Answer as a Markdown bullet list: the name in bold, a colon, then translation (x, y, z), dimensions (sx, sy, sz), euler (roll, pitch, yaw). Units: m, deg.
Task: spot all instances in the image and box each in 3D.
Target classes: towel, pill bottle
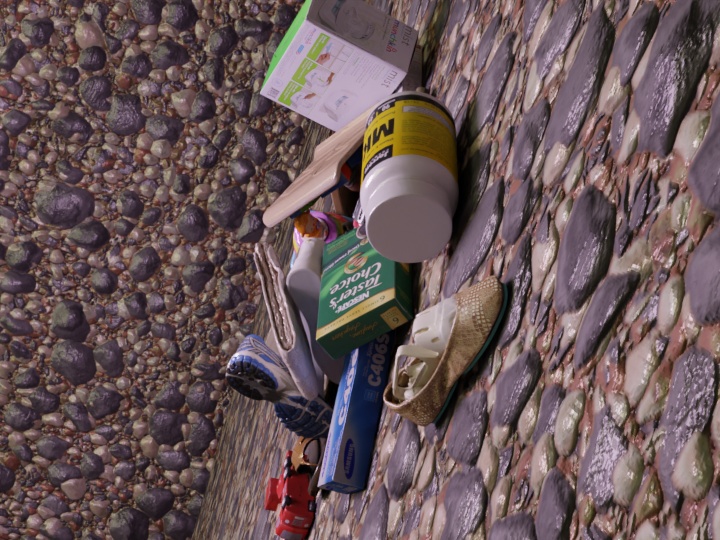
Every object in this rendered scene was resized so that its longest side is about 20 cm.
- **towel**: translation (-0.099, 0.066, 1.444), dimensions (0.133, 0.034, 0.201), euler (69, -178, -52)
- **pill bottle**: translation (0.056, -0.108, 1.217), dimensions (0.201, 0.113, 0.115), euler (-87, 15, -50)

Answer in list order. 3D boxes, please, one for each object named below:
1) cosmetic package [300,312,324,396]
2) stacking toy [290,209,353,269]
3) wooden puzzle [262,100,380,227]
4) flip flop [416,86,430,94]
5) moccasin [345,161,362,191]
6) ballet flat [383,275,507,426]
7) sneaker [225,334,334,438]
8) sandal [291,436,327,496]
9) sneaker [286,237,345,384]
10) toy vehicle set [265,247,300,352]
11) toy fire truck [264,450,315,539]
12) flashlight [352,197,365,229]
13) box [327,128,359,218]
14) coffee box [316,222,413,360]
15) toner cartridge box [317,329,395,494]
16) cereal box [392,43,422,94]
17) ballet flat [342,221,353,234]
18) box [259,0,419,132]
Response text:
- **cosmetic package**: translation (-0.078, 0.139, 1.638), dimensions (0.200, 0.051, 0.152), euler (114, 161, -83)
- **stacking toy**: translation (-0.069, -0.057, 1.694), dimensions (0.200, 0.109, 0.117), euler (53, -130, -74)
- **wooden puzzle**: translation (-0.044, -0.153, 1.599), dimensions (0.185, 0.046, 0.200), euler (-30, 20, 44)
- **flip flop**: translation (0.047, -0.179, 1.546), dimensions (0.081, 0.057, 0.201), euler (-89, 17, -56)
- **moccasin**: translation (0.011, -0.193, 1.764), dimensions (0.074, 0.077, 0.202), euler (-51, 16, 28)
- **ballet flat**: translation (0.071, 0.076, 0.982), dimensions (0.071, 0.065, 0.201), euler (-85, 14, -48)
- **sneaker**: translation (-0.097, 0.158, 1.490), dimensions (0.077, 0.200, 0.086), euler (-31, 31, 31)
- **sandal**: translation (-0.074, 0.263, 1.557), dimensions (0.200, 0.054, 0.082), euler (-99, 26, -68)
- **sneaker**: translation (-0.038, 0.051, 1.474), dimensions (0.116, 0.073, 0.201), euler (-77, -28, -58)
- **toy vehicle set**: translation (-0.115, 0.076, 1.606), dimensions (0.124, 0.026, 0.202), euler (110, 178, -75)
- **toy fire truck**: translation (-0.111, 0.360, 1.636), dimensions (0.200, 0.048, 0.142), euler (-94, 21, -61)
- **flashlight**: translation (0.000, 0.000, 1.517), dimensions (0.068, 0.067, 0.202), euler (-133, 58, -66)
- **box**: translation (-0.028, -0.172, 1.841), dimensions (0.201, 0.021, 0.164), euler (77, -164, -48)
- **coffee box**: translation (0.007, 0.012, 1.345), dimensions (0.122, 0.044, 0.201), euler (-28, 32, 22)
- **toner cartridge box**: translation (-0.005, 0.175, 1.334), dimensions (0.095, 0.043, 0.202), euler (128, 156, -69)
- **cereal box**: translation (0.056, -0.254, 1.670), dimensions (0.201, 0.039, 0.145), euler (-87, 17, -51)
- **ballet flat**: translation (-0.027, 0.020, 1.648), dimensions (0.067, 0.063, 0.202), euler (137, 146, -72)
- **box**: translation (-0.035, -0.318, 1.635), dimensions (0.200, 0.175, 0.097), euler (-46, 24, 55)
